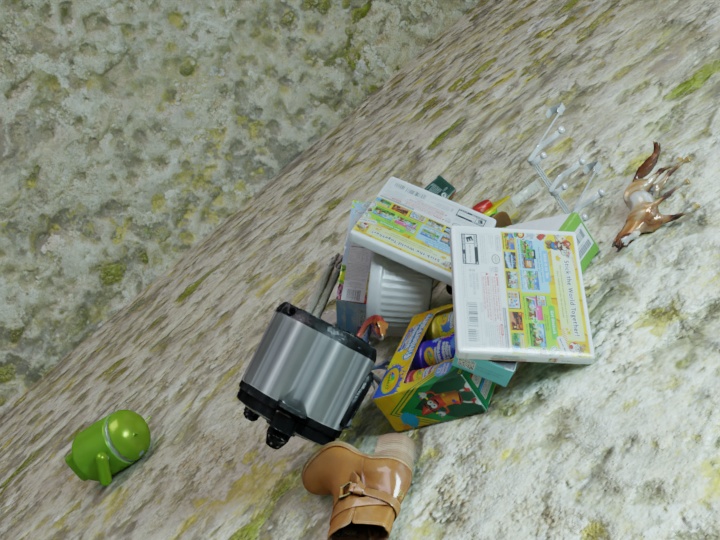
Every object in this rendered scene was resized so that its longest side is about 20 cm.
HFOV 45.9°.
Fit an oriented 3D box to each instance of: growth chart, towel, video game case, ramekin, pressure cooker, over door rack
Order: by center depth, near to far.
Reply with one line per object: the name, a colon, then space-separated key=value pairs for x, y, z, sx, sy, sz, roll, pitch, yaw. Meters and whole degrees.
video game case: x=0.213 y=0.030 z=1.148 sx=0.179 sy=0.023 sz=0.202 roll=3 pitch=56 yaw=-3
pressure cooker: x=-0.087 y=0.169 z=1.260 sx=0.177 sy=0.175 sz=0.202 roll=21 pitch=81 yaw=41
video game case: x=0.105 y=-0.066 z=1.388 sx=0.183 sy=0.198 sz=0.023 roll=-55 pitch=-15 yaw=-47
ramekin: x=0.073 y=0.018 z=1.457 sx=0.103 sy=0.203 sz=0.201 roll=7 pitch=29 yaw=5
over door rack: x=0.369 y=-0.194 z=1.484 sx=0.066 sy=0.148 sz=0.201 roll=-24 pitch=23 yaw=38
towel: x=-0.083 y=0.066 z=1.584 sx=0.133 sy=0.034 sz=0.202 roll=-60 pitch=-5 yaw=-80
growth chart: x=-0.084 y=0.112 z=1.744 sx=0.199 sy=0.018 sz=0.144 roll=-16 pitch=16 yaw=46

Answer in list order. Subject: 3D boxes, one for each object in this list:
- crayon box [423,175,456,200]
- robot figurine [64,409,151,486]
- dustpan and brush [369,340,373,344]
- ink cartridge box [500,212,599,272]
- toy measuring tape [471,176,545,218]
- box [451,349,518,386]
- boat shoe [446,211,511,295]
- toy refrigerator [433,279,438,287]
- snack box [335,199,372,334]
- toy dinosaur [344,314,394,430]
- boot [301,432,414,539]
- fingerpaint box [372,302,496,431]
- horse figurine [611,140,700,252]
crayon box: x=0.110 y=-0.085 z=1.732 sx=0.127 sy=0.051 sz=0.201 roll=-43 pitch=-12 yaw=-44
robot figurine: x=-0.538 y=0.376 z=1.832 sx=0.198 sy=0.116 sz=0.176 roll=-31 pitch=15 yaw=17
dustpan and brush: x=-0.061 y=0.160 z=1.597 sx=0.199 sy=0.058 sz=0.140 roll=-34 pitch=6 yaw=29
ink cartridge box: x=0.259 y=-0.008 z=1.365 sx=0.148 sy=0.076 sz=0.199 roll=-48 pitch=20 yaw=-27
toy measuring tape: x=0.268 y=-0.118 z=1.626 sx=0.199 sy=0.074 sz=0.073 roll=-37 pitch=17 yaw=-25
box: x=0.197 y=0.053 z=1.174 sx=0.049 sy=0.081 sz=0.202 roll=97 pitch=-163 yaw=-57
boat shoe: x=0.209 y=-0.032 z=1.511 sx=0.070 sy=0.071 sz=0.201 roll=-13 pitch=30 yaw=42
toy refrigerator: x=0.125 y=-0.019 z=1.636 sx=0.200 sy=0.070 sz=0.076 roll=-46 pitch=20 yaw=-26
snack box: x=0.000 y=0.000 z=1.568 sx=0.169 sy=0.067 sz=0.203 roll=91 pitch=-174 yaw=-66
toy dinosaur: x=-0.022 y=0.157 z=1.354 sx=0.105 sy=0.197 sz=0.185 roll=-153 pitch=71 yaw=-84
boot: x=-0.017 y=0.309 z=1.144 sx=0.198 sy=0.077 sz=0.156 roll=-18 pitch=30 yaw=28
fingerpaint box: x=0.129 y=0.131 z=1.270 sx=0.166 sy=0.074 sz=0.201 roll=-21 pitch=24 yaw=38
horse figurine: x=0.445 y=-0.113 z=1.299 sx=0.132 sy=0.050 sz=0.201 roll=-37 pitch=24 yaw=34
